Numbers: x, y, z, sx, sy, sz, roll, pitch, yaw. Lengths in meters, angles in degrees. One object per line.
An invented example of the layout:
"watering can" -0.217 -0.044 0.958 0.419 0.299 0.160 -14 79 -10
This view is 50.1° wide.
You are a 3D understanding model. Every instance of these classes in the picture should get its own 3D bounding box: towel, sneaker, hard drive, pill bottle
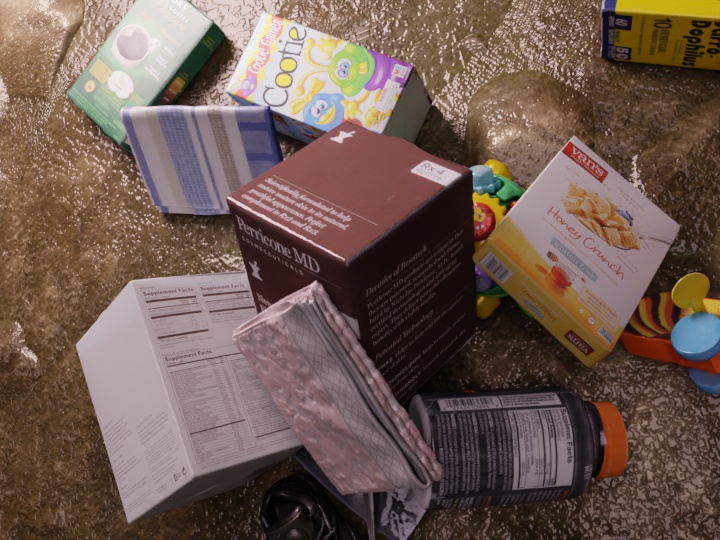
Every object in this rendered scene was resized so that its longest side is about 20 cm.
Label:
"towel" -0.178 -0.129 0.907 0.196 0.149 0.024 3 40 19
"sneaker" -0.031 0.293 0.783 0.199 0.114 0.076 44 96 18
"towel" -0.031 0.119 0.706 0.032 0.190 0.202 -35 93 -30
"hard drive" 0.007 0.178 0.828 0.199 0.042 0.136 36 92 21
"pill bottle" 0.148 0.166 0.731 0.196 0.106 0.109 -1 78 -8

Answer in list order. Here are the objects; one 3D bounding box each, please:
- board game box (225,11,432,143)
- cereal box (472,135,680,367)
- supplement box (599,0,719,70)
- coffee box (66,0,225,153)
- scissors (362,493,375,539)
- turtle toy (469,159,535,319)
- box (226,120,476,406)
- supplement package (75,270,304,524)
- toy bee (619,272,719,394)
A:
"board game box" -0.034 -0.199 0.879 0.197 0.105 0.105 25 87 20
"cereal box" 0.208 -0.027 0.724 0.143 0.040 0.200 41 52 4
"supplement box" 0.348 -0.274 0.766 0.196 0.109 0.112 11 83 20
"coffee box" -0.279 -0.268 1.004 0.123 0.044 0.201 39 94 20
"scissors" -0.002 0.178 0.803 0.072 0.014 0.204 6 83 17
"turtle toy" 0.143 -0.025 0.791 0.200 0.101 0.146 42 94 20
"box" 0.000 0.000 0.737 0.165 0.203 0.163 27 51 37
"supplement package" -0.180 0.128 0.815 0.151 0.149 0.203 -38 68 39
"toy bee" 0.339 0.061 0.702 0.109 0.131 0.199 -45 52 -11
